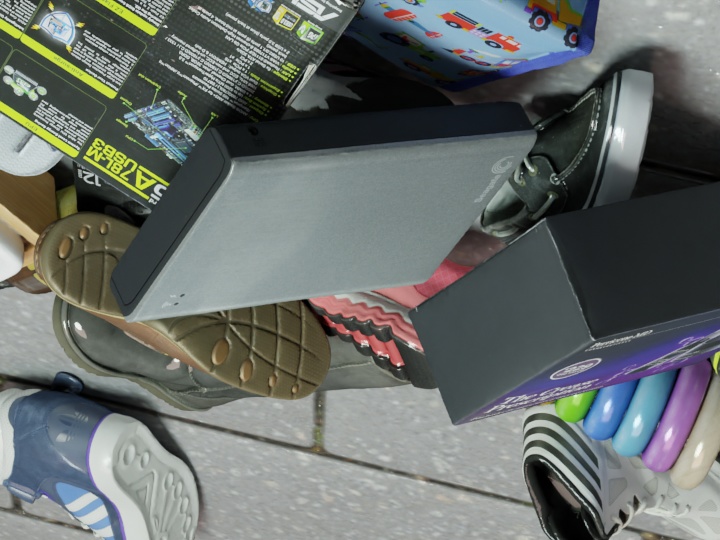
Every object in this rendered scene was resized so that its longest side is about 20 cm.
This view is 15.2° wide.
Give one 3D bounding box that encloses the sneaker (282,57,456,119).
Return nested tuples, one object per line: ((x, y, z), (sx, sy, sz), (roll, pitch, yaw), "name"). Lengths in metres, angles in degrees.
((-0.022, -0.088, 1.567), (0.200, 0.080, 0.086), (22, -174, 20), "sneaker")

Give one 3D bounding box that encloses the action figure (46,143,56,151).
((-0.167, -0.176, 1.474), (0.193, 0.105, 0.200), (-12, 108, 46), "action figure")

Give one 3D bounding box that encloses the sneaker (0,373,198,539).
((-0.214, 0.153, 2.035), (0.146, 0.081, 0.200), (12, 152, 23), "sneaker")

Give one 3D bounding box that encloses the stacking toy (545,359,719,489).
((0.139, 0.065, 1.731), (0.200, 0.085, 0.085), (23, 148, 3), "stacking toy")

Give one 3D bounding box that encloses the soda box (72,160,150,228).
((-0.070, -0.054, 1.644), (0.200, 0.071, 0.063), (13, 149, 6), "soda box")

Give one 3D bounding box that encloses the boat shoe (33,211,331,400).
((-0.111, 0.019, 1.677), (0.200, 0.072, 0.068), (26, 175, -18), "boat shoe")

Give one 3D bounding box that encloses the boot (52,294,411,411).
((-0.079, 0.043, 1.793), (0.200, 0.073, 0.182), (-3, 160, 41), "boot")

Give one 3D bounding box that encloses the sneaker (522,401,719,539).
((0.173, 0.156, 1.807), (0.200, 0.115, 0.076), (37, 143, -29), "sneaker")

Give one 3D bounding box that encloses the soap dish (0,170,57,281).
((-0.304, -0.066, 1.717), (0.157, 0.081, 0.200), (-19, 129, 44), "soap dish")

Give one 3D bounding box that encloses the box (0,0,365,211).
((-0.120, -0.135, 1.376), (0.200, 0.048, 0.193), (32, 135, -6), "box")

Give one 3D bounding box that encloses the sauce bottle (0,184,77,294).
((-0.195, -0.021, 1.762), (0.200, 0.065, 0.065), (-14, 136, 41), "sauce bottle")

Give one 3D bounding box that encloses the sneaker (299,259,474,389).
((0.000, 0.000, 1.700), (0.200, 0.087, 0.074), (29, 157, 29), "sneaker")

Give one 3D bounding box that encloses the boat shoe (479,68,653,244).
((0.114, -0.055, 1.553), (0.071, 0.072, 0.200), (16, 150, -5), "boat shoe")

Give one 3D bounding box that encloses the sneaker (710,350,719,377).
((0.289, 0.007, 1.587), (0.076, 0.075, 0.200), (0, 158, -35), "sneaker")

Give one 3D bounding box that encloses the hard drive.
((-0.019, -0.033, 1.434), (0.200, 0.033, 0.140), (-8, 149, -37), "hard drive")

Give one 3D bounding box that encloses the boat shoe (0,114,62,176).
((-0.155, -0.140, 1.556), (0.074, 0.067, 0.200), (34, 122, -29), "boat shoe")

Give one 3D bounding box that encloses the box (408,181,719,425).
((0.151, 0.014, 1.534), (0.200, 0.079, 0.141), (-12, 162, -37), "box")

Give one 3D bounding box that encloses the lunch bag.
((0.022, -0.157, 1.442), (0.150, 0.094, 0.200), (27, 156, -20), "lunch bag")
